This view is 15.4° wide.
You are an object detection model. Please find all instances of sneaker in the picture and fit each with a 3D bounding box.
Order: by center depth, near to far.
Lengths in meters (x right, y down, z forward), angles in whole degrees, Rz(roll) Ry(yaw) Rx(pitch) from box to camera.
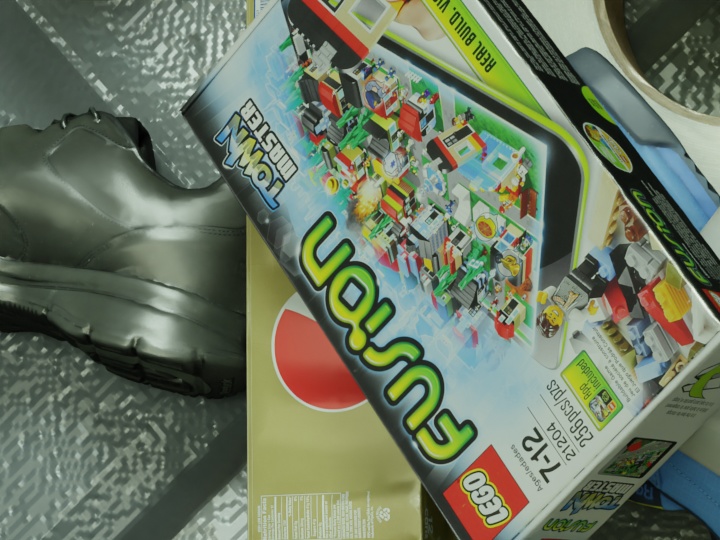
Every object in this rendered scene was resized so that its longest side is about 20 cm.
[{"bbox_3d":[0.100,0.028,0.848,0.078,0.066,0.200,-29,101,5],"label":"sneaker"},{"bbox_3d":[-0.119,-0.019,0.964,0.199,0.076,0.091,17,78,13],"label":"sneaker"}]

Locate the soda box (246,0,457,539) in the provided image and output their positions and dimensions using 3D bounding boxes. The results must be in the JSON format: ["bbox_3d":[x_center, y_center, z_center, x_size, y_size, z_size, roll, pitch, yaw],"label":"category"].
[{"bbox_3d":[0.000,0.000,0.916,0.064,0.068,0.201,-3,81,17],"label":"soda box"}]

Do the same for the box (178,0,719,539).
[{"bbox_3d":[0.031,-0.016,0.819,0.110,0.035,0.200,-48,58,22],"label":"box"}]

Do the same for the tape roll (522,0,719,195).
[{"bbox_3d":[0.135,-0.099,0.903,0.202,0.037,0.204,-2,82,18],"label":"tape roll"}]

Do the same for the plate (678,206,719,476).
[{"bbox_3d":[0.207,0.012,0.811,0.200,0.032,0.200,35,94,-15],"label":"plate"}]
